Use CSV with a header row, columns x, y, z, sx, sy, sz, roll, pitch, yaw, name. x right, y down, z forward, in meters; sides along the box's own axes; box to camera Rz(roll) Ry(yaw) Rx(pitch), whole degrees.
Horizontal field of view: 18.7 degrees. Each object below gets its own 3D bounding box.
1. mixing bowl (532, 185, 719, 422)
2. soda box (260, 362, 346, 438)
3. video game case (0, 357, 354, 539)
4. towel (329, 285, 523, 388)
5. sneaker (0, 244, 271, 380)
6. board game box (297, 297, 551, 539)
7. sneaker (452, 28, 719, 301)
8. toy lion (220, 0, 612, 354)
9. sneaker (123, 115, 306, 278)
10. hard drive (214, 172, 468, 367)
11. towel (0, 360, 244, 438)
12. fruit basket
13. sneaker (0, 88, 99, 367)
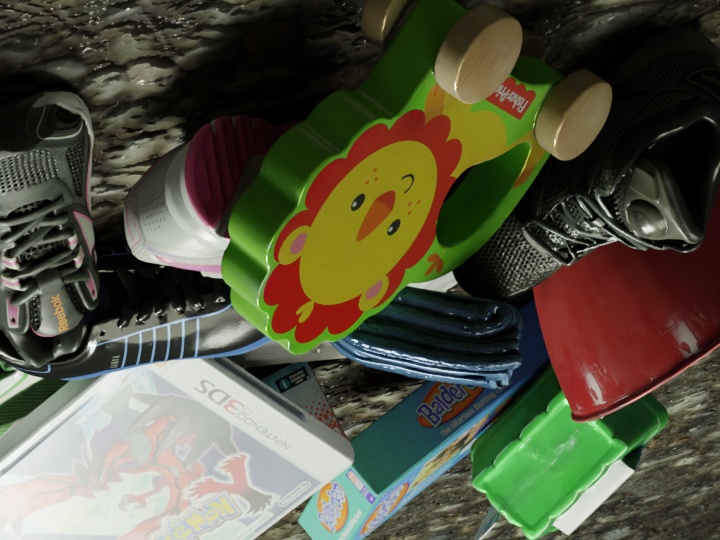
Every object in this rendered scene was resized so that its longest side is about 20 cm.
x,y,z,sx,sy,sz,roll,pitch,yaw,name
0.176,-0.010,1.318,0.200,0.109,0.200,-38,-177,2,mixing bowl
-0.110,0.138,1.491,0.199,0.069,0.064,-27,168,-7,soda box
-0.134,0.131,1.377,0.200,0.023,0.182,-38,128,20,video game case
0.034,0.036,1.211,0.111,0.049,0.200,10,179,4,towel
-0.113,0.017,1.198,0.199,0.071,0.078,-19,167,19,sneaker
0.054,0.113,1.566,0.200,0.045,0.152,-37,168,-26,board game box
0.124,-0.036,1.197,0.199,0.115,0.076,-39,116,24,sneaker
0.020,-0.043,1.063,0.192,0.069,0.200,-57,152,7,toy lion
-0.047,-0.040,1.131,0.088,0.082,0.199,-16,170,37,sneaker
0.000,0.000,1.330,0.139,0.038,0.200,-3,155,-39,hard drive
-0.185,0.088,1.402,0.199,0.024,0.152,3,149,-48,towel
0.163,0.108,1.570,0.185,0.094,0.200,-48,172,25,fruit basket
-0.155,-0.015,1.065,0.080,0.087,0.200,-19,160,-8,sneaker
